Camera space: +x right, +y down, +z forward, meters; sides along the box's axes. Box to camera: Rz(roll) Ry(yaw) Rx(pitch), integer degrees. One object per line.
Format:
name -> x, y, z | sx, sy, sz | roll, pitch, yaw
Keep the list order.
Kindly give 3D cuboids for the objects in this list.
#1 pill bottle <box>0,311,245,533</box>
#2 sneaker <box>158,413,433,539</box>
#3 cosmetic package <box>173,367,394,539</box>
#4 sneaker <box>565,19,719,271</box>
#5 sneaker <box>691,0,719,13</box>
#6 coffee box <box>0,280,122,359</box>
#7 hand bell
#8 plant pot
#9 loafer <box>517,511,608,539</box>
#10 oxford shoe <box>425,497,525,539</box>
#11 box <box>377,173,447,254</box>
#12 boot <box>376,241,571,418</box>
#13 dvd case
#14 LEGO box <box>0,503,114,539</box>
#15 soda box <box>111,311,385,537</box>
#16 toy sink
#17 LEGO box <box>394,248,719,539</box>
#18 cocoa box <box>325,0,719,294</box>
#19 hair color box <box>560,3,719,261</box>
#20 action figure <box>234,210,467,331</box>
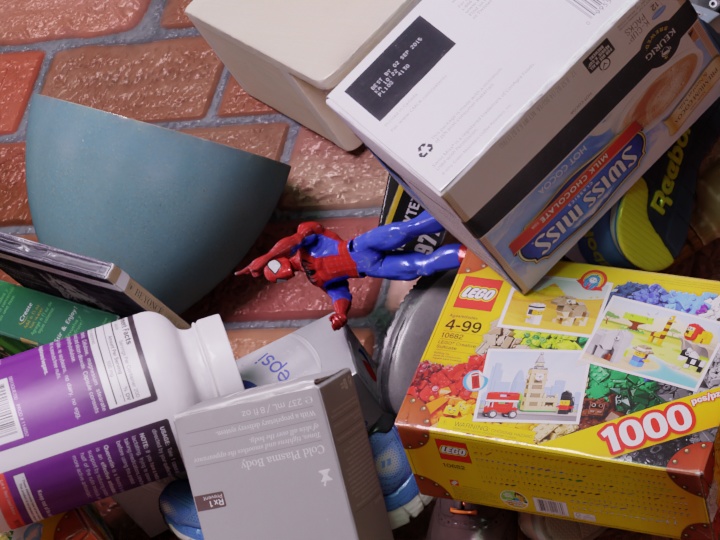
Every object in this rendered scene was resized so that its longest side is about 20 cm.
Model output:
pill bottle -> -0.178, 0.097, 1.697 | 0.200, 0.113, 0.113 | -18, 46, -5
sneaker -> -0.049, 0.134, 1.703 | 0.200, 0.089, 0.079 | -13, 19, 23
cosmetic package -> -0.039, 0.172, 1.612 | 0.107, 0.090, 0.200 | -15, 90, 16
sneaker -> 0.187, -0.084, 1.659 | 0.082, 0.074, 0.200 | -17, 40, 52
sneaker -> 0.234, -0.188, 1.827 | 0.200, 0.072, 0.083 | -43, 47, -7
coffee box -> -0.230, 0.056, 1.853 | 0.200, 0.123, 0.044 | 15, 70, 34
hand bell -> 0.214, -0.018, 1.678 | 0.200, 0.104, 0.104 | -38, 46, -3
plant pot -> -0.166, -0.041, 1.876 | 0.200, 0.200, 0.135 | 17, 91, 38
loafer -> 0.161, 0.102, 1.651 | 0.063, 0.072, 0.200 | 5, 50, 52
oxford shoe -> 0.072, 0.147, 1.652 | 0.071, 0.073, 0.200 | 0, 55, 29
box -> 0.061, -0.122, 1.790 | 0.049, 0.160, 0.200 | 17, 42, -5
boot -> 0.107, 0.032, 1.731 | 0.132, 0.070, 0.200 | 21, 72, 34
dvd case -> -0.178, 0.029, 1.799 | 0.149, 0.200, 0.016 | 15, 73, 37
LEGO box -> -0.272, 0.185, 1.802 | 0.149, 0.077, 0.200 | -36, 46, -2
soda box -> -0.083, 0.110, 1.774 | 0.200, 0.068, 0.063 | -26, 47, 9
toy sink -> -0.015, -0.181, 1.933 | 0.130, 0.112, 0.200 | -47, 41, -11
LEGO box -> 0.143, 0.076, 1.569 | 0.200, 0.077, 0.149 | 7, 53, 23
cocoa box -> 0.109, -0.114, 1.578 | 0.200, 0.131, 0.133 | -45, 49, -2
hair color box -> 0.169, -0.097, 1.731 | 0.061, 0.099, 0.200 | 26, 52, 36
action figure -> 0.000, 0.000, 1.714 | 0.200, 0.065, 0.099 | -8, 24, 40
